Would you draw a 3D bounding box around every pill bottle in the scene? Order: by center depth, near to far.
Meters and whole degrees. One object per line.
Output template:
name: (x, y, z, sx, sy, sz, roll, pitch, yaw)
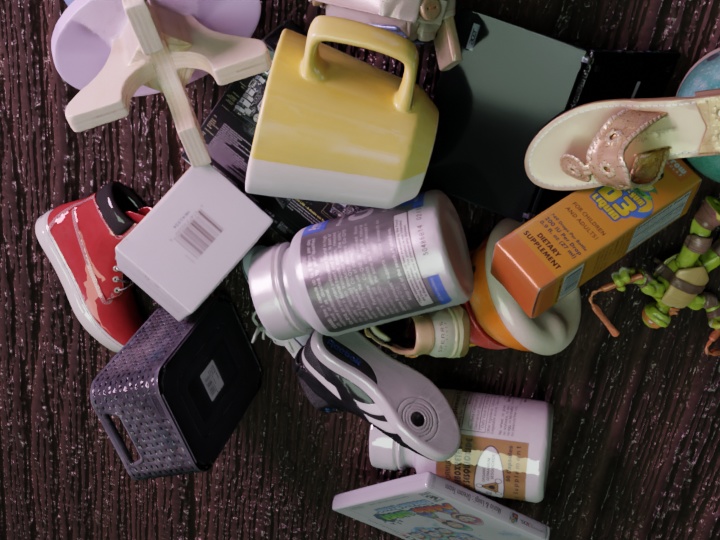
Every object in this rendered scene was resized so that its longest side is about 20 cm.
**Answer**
pill bottle: (0.000, 0.000, 0.939, 0.200, 0.114, 0.114, -15, 112, 17)
pill bottle: (0.116, 0.196, 1.106, 0.200, 0.114, 0.115, 6, 119, 14)

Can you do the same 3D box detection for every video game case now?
video game case: (0.092, 0.294, 1.144, 0.182, 0.024, 0.200, 28, 148, -22)

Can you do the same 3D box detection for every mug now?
mug: (-0.012, -0.124, 0.849, 0.153, 0.187, 0.150, 15, 90, -5)

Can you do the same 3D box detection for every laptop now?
laptop: (0.175, -0.146, 0.918, 0.103, 0.200, 0.178, 46, 132, 39)

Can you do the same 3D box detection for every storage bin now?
storage bin: (-0.206, 0.132, 1.118, 0.094, 0.200, 0.135, -12, 113, 22)

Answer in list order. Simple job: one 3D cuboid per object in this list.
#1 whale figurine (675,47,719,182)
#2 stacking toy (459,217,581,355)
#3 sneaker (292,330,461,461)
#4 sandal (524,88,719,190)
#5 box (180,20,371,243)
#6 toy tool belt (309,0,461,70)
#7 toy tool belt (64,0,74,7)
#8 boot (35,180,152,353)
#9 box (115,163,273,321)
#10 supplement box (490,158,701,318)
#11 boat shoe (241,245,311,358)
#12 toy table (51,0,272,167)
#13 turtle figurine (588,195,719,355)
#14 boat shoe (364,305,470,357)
whale figurine: (0.380, -0.146, 0.849, 0.200, 0.104, 0.159, -15, 112, 26)
stacking toy: (0.120, 0.038, 1.029, 0.200, 0.146, 0.146, -23, 109, 42)
sneaker: (0.014, 0.144, 1.066, 0.200, 0.073, 0.112, 42, 144, 1)
sandal: (0.236, -0.105, 0.816, 0.211, 0.070, 0.078, -10, 113, 23)
box: (-0.056, -0.127, 1.001, 0.200, 0.086, 0.164, 38, 121, -6)
toy tool belt: (0.009, -0.242, 0.864, 0.200, 0.125, 0.123, 19, 134, 49)
toy tool belt: (-0.235, -0.297, 0.936, 0.123, 0.125, 0.200, -1, 126, 32)
boot: (-0.281, -0.002, 1.148, 0.144, 0.072, 0.200, -20, 106, 23)
box: (-0.180, -0.026, 1.011, 0.097, 0.200, 0.124, 41, 77, -7)
supplement box: (0.221, -0.042, 0.903, 0.067, 0.200, 0.069, 51, 163, 24)
boat shoe: (-0.089, 0.063, 1.128, 0.086, 0.075, 0.202, -25, 117, 29)
toy table: (-0.179, -0.197, 0.879, 0.200, 0.117, 0.184, -27, 139, 5)
turtle figurine: (0.337, 0.007, 0.970, 0.200, 0.064, 0.161, 20, 120, -21)
boat shoe: (0.039, 0.048, 1.018, 0.066, 0.200, 0.074, -2, 95, -27)
